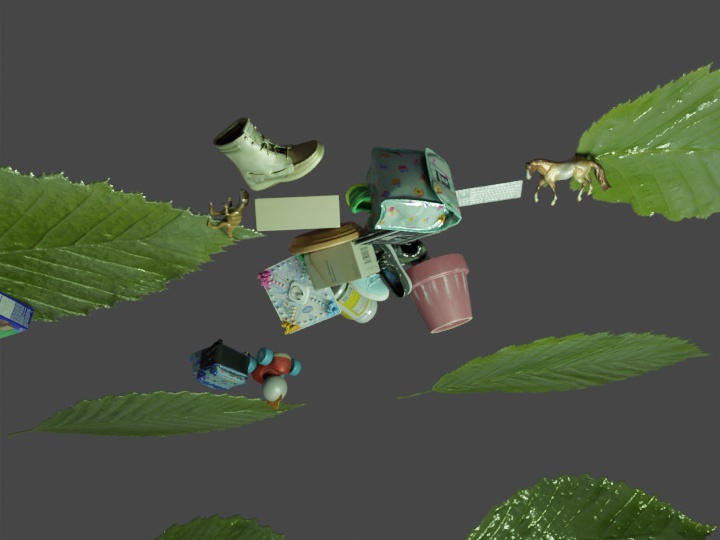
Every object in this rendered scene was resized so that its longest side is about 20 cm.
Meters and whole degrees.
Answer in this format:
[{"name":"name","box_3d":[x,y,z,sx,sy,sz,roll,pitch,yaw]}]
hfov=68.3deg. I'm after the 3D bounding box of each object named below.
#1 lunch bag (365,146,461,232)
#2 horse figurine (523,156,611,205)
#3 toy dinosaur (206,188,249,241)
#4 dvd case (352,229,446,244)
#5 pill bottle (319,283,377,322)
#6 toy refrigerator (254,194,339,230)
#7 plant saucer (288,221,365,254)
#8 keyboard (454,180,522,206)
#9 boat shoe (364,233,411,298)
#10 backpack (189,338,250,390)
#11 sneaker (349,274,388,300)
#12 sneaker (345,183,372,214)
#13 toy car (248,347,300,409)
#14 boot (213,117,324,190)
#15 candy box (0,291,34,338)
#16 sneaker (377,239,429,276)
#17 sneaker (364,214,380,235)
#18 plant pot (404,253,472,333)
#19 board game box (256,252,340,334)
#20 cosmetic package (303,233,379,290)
[{"name":"lunch bag","box_3d":[0.122,-0.180,1.180,0.196,0.173,0.123,1,143,-11]},{"name":"horse figurine","box_3d":[0.493,-0.224,1.270,0.196,0.050,0.134,-5,130,15]},{"name":"toy dinosaur","box_3d":[-0.325,-0.119,1.308,0.104,0.061,0.200,9,144,-24]},{"name":"dvd case","box_3d":[0.099,-0.088,1.307,0.147,0.016,0.198,-16,172,42]},{"name":"pill bottle","box_3d":[-0.039,0.078,1.594,0.113,0.116,0.200,-22,143,24]},{"name":"toy refrigerator","box_3d":[-0.149,-0.139,1.273,0.196,0.078,0.070,-4,-171,-3]},{"name":"plant saucer","box_3d":[-0.087,-0.085,1.327,0.196,0.038,0.200,-14,-171,2]},{"name":"keyboard","box_3d":[0.307,-0.191,1.337,0.196,0.011,0.057,-9,146,4]},{"name":"boat shoe","box_3d":[0.066,-0.010,1.426,0.069,0.066,0.202,-28,98,26]},{"name":"backpack","box_3d":[-0.524,0.355,1.922,0.197,0.137,0.182,-21,143,27]},{"name":"sneaker","box_3d":[0.000,0.000,1.439,0.199,0.074,0.083,38,143,15]},{"name":"sneaker","box_3d":[0.064,-0.163,1.277,0.196,0.085,0.075,-3,147,-4]},{"name":"toy car","box_3d":[-0.335,0.422,1.984,0.175,0.203,0.183,-27,141,29]},{"name":"boot","box_3d":[-0.190,-0.258,1.114,0.197,0.073,0.155,-17,142,18]},{"name":"candy box","box_3d":[-1.096,0.119,1.534,0.166,0.078,0.201,-16,144,16]},{"name":"sneaker","box_3d":[0.093,-0.043,1.482,0.196,0.067,0.091,-14,143,5]},{"name":"sneaker","box_3d":[0.104,-0.124,1.373,0.196,0.074,0.114,-8,166,-6]},{"name":"plant pot","box_3d":[0.231,0.072,1.515,0.196,0.182,0.200,-17,164,-5]},{"name":"board game box","box_3d":[-0.179,0.066,1.512,0.197,0.203,0.026,-23,-172,27]},{"name":"cosmetic package","box_3d":[-0.052,-0.019,1.386,0.198,0.105,0.072,-17,-177,46]}]
